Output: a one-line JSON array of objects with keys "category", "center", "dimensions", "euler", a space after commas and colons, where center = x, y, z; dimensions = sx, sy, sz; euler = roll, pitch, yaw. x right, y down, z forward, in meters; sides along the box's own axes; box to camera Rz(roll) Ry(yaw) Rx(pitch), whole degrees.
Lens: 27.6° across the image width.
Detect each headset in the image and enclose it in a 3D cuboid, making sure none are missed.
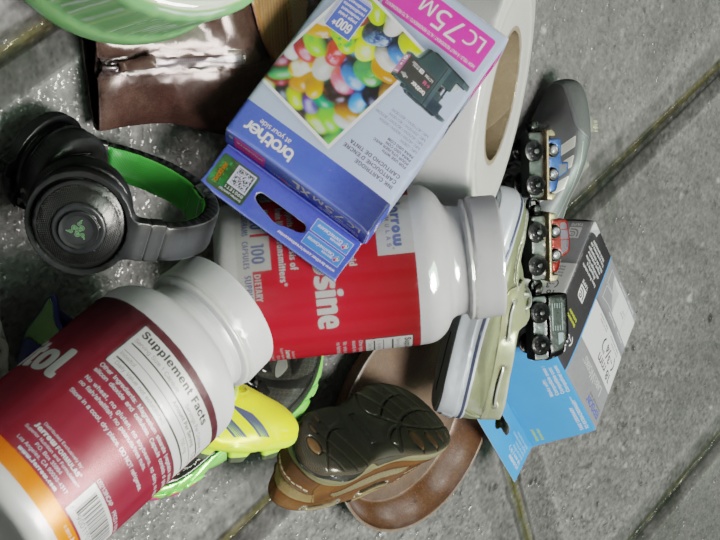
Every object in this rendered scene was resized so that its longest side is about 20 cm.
[{"category": "headset", "center": [-0.186, -0.037, 0.906], "dimensions": [0.198, 0.124, 0.095], "euler": [7, 115, -32]}]

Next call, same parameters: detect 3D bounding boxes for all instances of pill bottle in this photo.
[{"category": "pill bottle", "center": [-0.150, 0.083, 0.880], "dimensions": [0.200, 0.112, 0.114], "euler": [-42, 131, -30]}, {"category": "pill bottle", "center": [0.000, 0.000, 1.029], "dimensions": [0.197, 0.113, 0.114], "euler": [-6, 116, -1]}]

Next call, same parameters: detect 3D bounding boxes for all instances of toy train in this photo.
[{"category": "toy train", "center": [0.155, -0.025, 1.236], "dimensions": [0.045, 0.034, 0.203], "euler": [-5, 96, -22]}]

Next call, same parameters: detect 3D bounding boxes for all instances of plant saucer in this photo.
[{"category": "plant saucer", "center": [0.040, 0.124, 1.264], "dimensions": [0.199, 0.034, 0.203], "euler": [-19, 118, -41]}]

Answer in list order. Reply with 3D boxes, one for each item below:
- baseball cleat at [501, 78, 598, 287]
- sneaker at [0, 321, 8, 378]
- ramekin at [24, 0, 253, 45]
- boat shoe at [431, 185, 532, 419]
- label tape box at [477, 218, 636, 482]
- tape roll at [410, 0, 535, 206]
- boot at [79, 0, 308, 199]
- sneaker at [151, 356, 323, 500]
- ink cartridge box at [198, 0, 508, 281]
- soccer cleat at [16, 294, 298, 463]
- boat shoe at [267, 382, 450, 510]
[{"category": "baseball cleat", "center": [0.141, -0.077, 1.271], "dimensions": [0.105, 0.069, 0.203], "euler": [15, 83, -31]}, {"category": "sneaker", "center": [-0.239, 0.081, 0.915], "dimensions": [0.100, 0.074, 0.201], "euler": [-51, 135, -19]}, {"category": "ramekin", "center": [-0.122, -0.237, 0.865], "dimensions": [0.198, 0.097, 0.203], "euler": [-4, 98, -33]}, {"category": "boat shoe", "center": [0.110, 0.029, 1.217], "dimensions": [0.061, 0.072, 0.202], "euler": [11, 107, -10]}, {"category": "label tape box", "center": [0.178, 0.076, 1.339], "dimensions": [0.145, 0.063, 0.201], "euler": [57, 49, -42]}, {"category": "tape roll", "center": [0.077, -0.140, 1.112], "dimensions": [0.202, 0.070, 0.205], "euler": [13, 90, -75]}, {"category": "boot", "center": [-0.109, -0.117, 1.005], "dimensions": [0.165, 0.072, 0.202], "euler": [-19, 120, -28]}, {"category": "sneaker", "center": [-0.101, 0.087, 1.066], "dimensions": [0.199, 0.076, 0.085], "euler": [-37, 133, -33]}, {"category": "ink cartridge box", "center": [-0.005, -0.107, 0.973], "dimensions": [0.201, 0.119, 0.042], "euler": [-54, 178, -10]}, {"category": "soccer cleat", "center": [-0.129, 0.072, 0.981], "dimensions": [0.198, 0.065, 0.085], "euler": [17, 93, -15]}, {"category": "boat shoe", "center": [-0.005, 0.142, 1.154], "dimensions": [0.074, 0.076, 0.199], "euler": [-49, 155, 26]}]
